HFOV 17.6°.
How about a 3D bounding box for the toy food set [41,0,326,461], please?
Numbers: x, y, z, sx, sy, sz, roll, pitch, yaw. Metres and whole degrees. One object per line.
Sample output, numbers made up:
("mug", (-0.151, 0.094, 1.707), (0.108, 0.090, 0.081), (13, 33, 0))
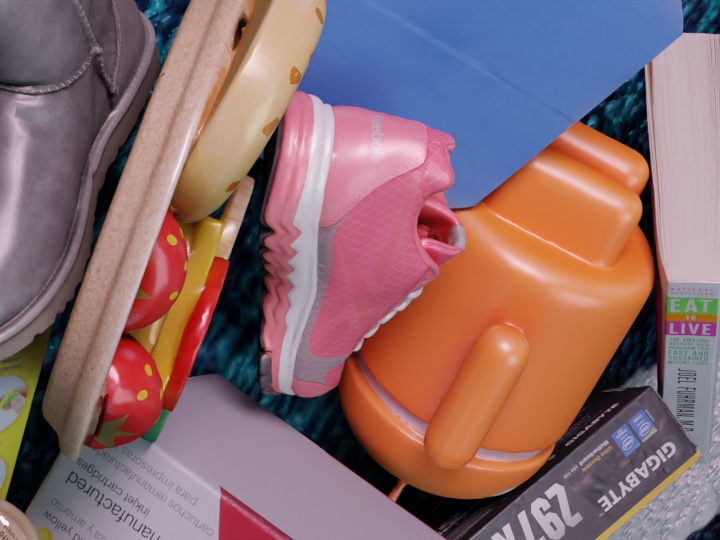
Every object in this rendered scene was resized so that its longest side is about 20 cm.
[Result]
("toy food set", (-0.068, -0.021, 0.874), (0.198, 0.048, 0.201), (-173, -78, -85))

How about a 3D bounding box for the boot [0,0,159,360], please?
("boot", (-0.133, -0.091, 0.780), (0.200, 0.072, 0.182), (80, 22, -55))

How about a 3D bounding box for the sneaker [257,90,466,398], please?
("sneaker", (0.000, 0.000, 0.986), (0.086, 0.074, 0.200), (3, 150, -1))

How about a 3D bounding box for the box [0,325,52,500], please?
("box", (-0.189, 0.060, 0.910), (0.117, 0.048, 0.200), (-8, 130, -43))

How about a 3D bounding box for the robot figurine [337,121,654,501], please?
("robot figurine", (0.062, 0.022, 1.081), (0.116, 0.144, 0.200), (5, 127, -35))

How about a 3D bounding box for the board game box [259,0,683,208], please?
("board game box", (0.028, -0.107, 0.948), (0.158, 0.039, 0.200), (27, 132, -27))

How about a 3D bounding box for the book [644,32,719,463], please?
("book", (0.160, -0.006, 1.138), (0.200, 0.048, 0.134), (78, 15, -62))

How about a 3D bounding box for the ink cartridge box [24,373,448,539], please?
("ink cartridge box", (-0.083, 0.170, 1.006), (0.200, 0.145, 0.145), (-59, 167, 12))

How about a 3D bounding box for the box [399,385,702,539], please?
("box", (0.056, 0.135, 1.160), (0.200, 0.049, 0.160), (-38, -175, -18))

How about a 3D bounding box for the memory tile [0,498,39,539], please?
("memory tile", (-0.131, 0.201, 0.919), (0.153, 0.200, 0.017), (-45, -174, 11))
